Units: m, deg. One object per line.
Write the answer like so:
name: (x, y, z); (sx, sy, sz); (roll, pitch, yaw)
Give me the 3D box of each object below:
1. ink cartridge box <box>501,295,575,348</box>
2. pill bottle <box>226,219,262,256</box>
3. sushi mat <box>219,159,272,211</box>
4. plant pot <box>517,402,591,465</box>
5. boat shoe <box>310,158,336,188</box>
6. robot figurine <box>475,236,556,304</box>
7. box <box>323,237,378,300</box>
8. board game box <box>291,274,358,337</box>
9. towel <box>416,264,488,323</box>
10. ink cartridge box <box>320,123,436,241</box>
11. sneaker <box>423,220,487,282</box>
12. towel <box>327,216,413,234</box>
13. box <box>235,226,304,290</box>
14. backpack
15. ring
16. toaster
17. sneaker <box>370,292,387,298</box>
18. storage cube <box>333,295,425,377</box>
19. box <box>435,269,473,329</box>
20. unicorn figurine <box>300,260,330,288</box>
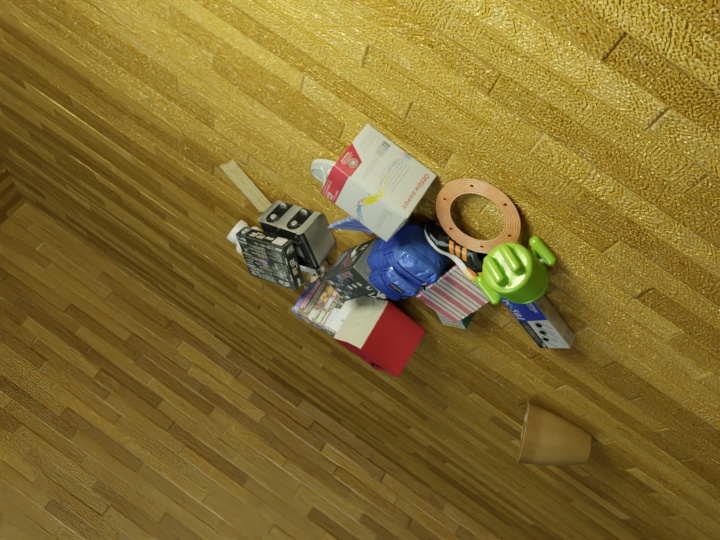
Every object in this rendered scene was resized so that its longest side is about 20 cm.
ink cartridge box: (0.445, 0.117, 1.556); (0.200, 0.044, 0.094); (47, 150, -22)
pill bottle: (-0.351, -0.079, 2.110); (0.200, 0.111, 0.111); (40, 154, -6)
sushi mat: (-0.351, -0.260, 1.923); (0.095, 0.012, 0.200); (-3, 135, 50)
plant pot: (0.603, 0.529, 1.922); (0.199, 0.187, 0.187); (12, 148, 14)
boat shoe: (-0.046, -0.214, 1.575); (0.202, 0.065, 0.074); (33, 154, 5)
robot figurine: (0.346, 0.009, 1.373); (0.200, 0.175, 0.116); (23, -148, -51)
box: (0.000, 0.000, 1.807); (0.106, 0.122, 0.200); (44, 153, -14)
board game box: (-0.098, 0.123, 2.068); (0.199, 0.160, 0.097); (27, 165, 18)
towel: (0.257, 0.054, 1.627); (0.146, 0.030, 0.200); (34, 134, -17)
ink cartridge box: (0.040, -0.195, 1.413); (0.200, 0.145, 0.145); (37, 154, -1)
sneaker: (0.247, -0.062, 1.490); (0.200, 0.070, 0.090); (42, 136, -9)
towel: (0.024, -0.121, 1.600); (0.144, 0.024, 0.200); (3, 171, -32)
box: (-0.271, -0.036, 1.855); (0.199, 0.044, 0.161); (16, 135, 35)
backpack: (0.126, -0.016, 1.584); (0.162, 0.168, 0.200); (31, 155, -20)
ring: (0.262, -0.122, 1.382); (0.200, 0.019, 0.201); (22, 140, 19)
toaster: (-0.185, -0.102, 1.864); (0.180, 0.119, 0.200); (19, 149, 32)
sneaker: (0.049, 0.058, 1.897); (0.089, 0.074, 0.200); (45, 152, -16)
storage cube: (0.060, 0.199, 1.951); (0.180, 0.200, 0.171); (39, 167, -29)
box: (0.239, 0.079, 1.733); (0.082, 0.049, 0.200); (9, 143, 41)
unicorn figurine: (-0.172, -0.008, 1.969); (0.200, 0.138, 0.074); (34, 133, -19)
